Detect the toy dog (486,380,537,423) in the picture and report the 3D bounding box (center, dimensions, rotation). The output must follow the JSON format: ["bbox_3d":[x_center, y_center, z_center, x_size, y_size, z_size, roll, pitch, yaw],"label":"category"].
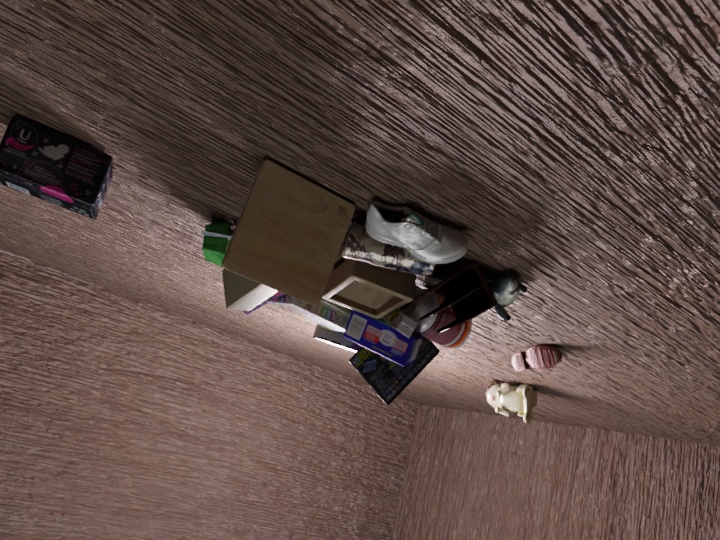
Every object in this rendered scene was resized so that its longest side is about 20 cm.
[{"bbox_3d":[0.596,0.502,2.417,0.196,0.144,0.192,0,-165,36],"label":"toy dog"}]

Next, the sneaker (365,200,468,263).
[{"bbox_3d":[0.103,-0.075,1.092,0.194,0.077,0.089,15,152,6],"label":"sneaker"}]

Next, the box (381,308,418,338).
[{"bbox_3d":[0.077,0.105,1.377,0.041,0.039,0.200,34,180,-15],"label":"box"}]

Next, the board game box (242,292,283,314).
[{"bbox_3d":[-0.216,0.025,1.497,0.198,0.122,0.032,-27,121,39],"label":"board game box"}]

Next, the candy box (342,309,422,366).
[{"bbox_3d":[0.061,0.161,1.486,0.165,0.079,0.200,25,180,12],"label":"candy box"}]

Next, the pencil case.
[{"bbox_3d":[0.064,-0.049,1.173,0.194,0.092,0.078,12,153,7],"label":"pencil case"}]

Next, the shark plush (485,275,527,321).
[{"bbox_3d":[0.282,0.031,1.332,0.084,0.091,0.199,47,171,-27],"label":"shark plush"}]

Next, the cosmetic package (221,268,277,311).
[{"bbox_3d":[-0.241,0.009,1.421,0.072,0.106,0.198,10,148,-44],"label":"cosmetic package"}]

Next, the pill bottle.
[{"bbox_3d":[0.185,0.117,1.541,0.197,0.116,0.111,27,160,-34],"label":"pill bottle"}]

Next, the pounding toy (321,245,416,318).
[{"bbox_3d":[0.000,0.000,1.349,0.180,0.146,0.199,21,152,-22],"label":"pounding toy"}]

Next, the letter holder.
[{"bbox_3d":[0.182,0.079,1.321,0.140,0.102,0.200,-28,174,-18],"label":"letter holder"}]

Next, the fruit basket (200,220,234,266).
[{"bbox_3d":[-0.289,-0.062,1.495,0.193,0.097,0.185,1,166,-9],"label":"fruit basket"}]

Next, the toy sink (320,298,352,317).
[{"bbox_3d":[-0.101,0.038,1.556,0.196,0.115,0.129,7,163,42],"label":"toy sink"}]

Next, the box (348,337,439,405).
[{"bbox_3d":[0.090,0.227,1.601,0.160,0.200,0.044,45,-178,11],"label":"box"}]

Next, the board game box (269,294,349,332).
[{"bbox_3d":[-0.123,0.103,1.518,0.198,0.035,0.133,30,163,-34],"label":"board game box"}]

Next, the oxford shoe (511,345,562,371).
[{"bbox_3d":[0.533,0.254,1.785,0.073,0.073,0.199,-7,172,-26],"label":"oxford shoe"}]

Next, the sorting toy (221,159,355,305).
[{"bbox_3d":[-0.137,-0.068,1.116,0.196,0.204,0.069,24,177,-28],"label":"sorting toy"}]

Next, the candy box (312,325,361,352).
[{"bbox_3d":[-0.017,0.135,1.682,0.195,0.172,0.071,19,169,-9],"label":"candy box"}]

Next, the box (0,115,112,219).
[{"bbox_3d":[-0.626,-0.207,1.245,0.196,0.118,0.132,22,164,-18],"label":"box"}]
